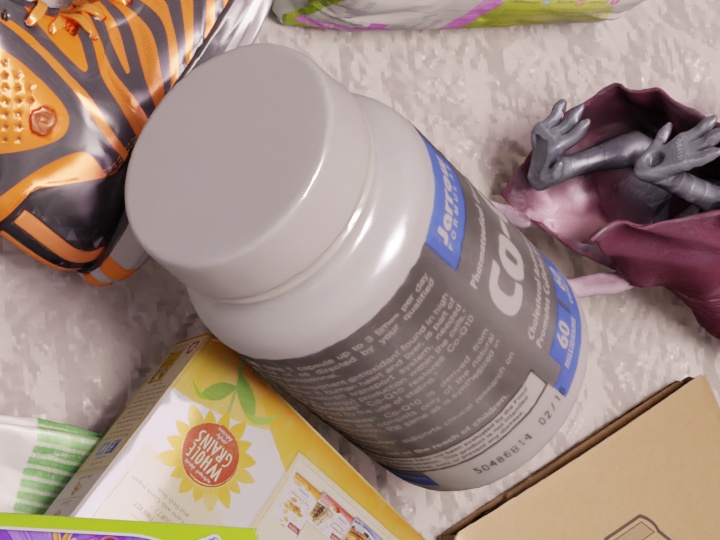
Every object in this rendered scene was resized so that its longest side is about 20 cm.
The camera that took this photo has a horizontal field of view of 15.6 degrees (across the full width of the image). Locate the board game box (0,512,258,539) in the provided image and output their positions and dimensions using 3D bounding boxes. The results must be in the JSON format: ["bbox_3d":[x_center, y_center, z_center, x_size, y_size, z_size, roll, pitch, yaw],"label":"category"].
[{"bbox_3d":[-0.097,0.188,0.931,0.134,0.045,0.201,6,62,-24],"label":"board game box"}]

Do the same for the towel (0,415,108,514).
[{"bbox_3d":[-0.160,0.124,1.015,0.199,0.023,0.154,14,75,-32],"label":"towel"}]

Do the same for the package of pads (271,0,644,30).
[{"bbox_3d":[0.045,-0.185,1.176,0.199,0.068,0.156,-6,85,-34],"label":"package of pads"}]

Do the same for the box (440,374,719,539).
[{"bbox_3d":[0.137,0.173,1.207,0.163,0.021,0.201,-29,100,-33],"label":"box"}]

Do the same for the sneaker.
[{"bbox_3d":[-0.105,-0.104,1.056,0.112,0.077,0.201,30,67,-27],"label":"sneaker"}]

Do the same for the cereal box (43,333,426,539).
[{"bbox_3d":[-0.072,0.145,1.032,0.144,0.039,0.200,46,63,-17],"label":"cereal box"}]

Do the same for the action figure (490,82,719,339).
[{"bbox_3d":[0.161,-0.001,1.204,0.149,0.134,0.200,-42,140,5],"label":"action figure"}]

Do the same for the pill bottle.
[{"bbox_3d":[0.000,0.000,1.050,0.200,0.113,0.114,41,60,-48],"label":"pill bottle"}]
